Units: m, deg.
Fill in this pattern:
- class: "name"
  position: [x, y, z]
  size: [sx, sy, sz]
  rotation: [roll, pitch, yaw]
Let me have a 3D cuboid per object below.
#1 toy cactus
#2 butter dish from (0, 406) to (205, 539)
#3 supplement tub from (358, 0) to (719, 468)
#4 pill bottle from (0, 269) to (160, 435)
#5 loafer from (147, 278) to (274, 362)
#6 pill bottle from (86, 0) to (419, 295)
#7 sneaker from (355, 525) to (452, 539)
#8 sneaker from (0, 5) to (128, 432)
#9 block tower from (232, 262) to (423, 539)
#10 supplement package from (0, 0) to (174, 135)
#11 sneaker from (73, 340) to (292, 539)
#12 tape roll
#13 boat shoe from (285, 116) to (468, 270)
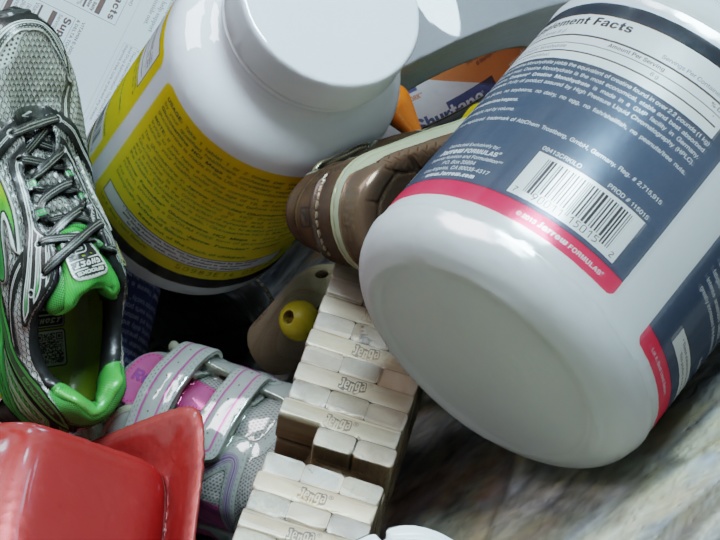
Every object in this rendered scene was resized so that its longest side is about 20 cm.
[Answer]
- class: "toy cactus"
  position: [0.000, 0.000, 1.357]
  size: [0.165, 0.102, 0.200]
  rotation: [-35, 27, 38]
- class: "butter dish"
  position: [-0.181, 0.143, 1.209]
  size: [0.200, 0.148, 0.200]
  rotation: [-24, 46, 33]
- class: "supplement tub"
  position: [0.107, -0.030, 1.150]
  size: [0.200, 0.140, 0.140]
  rotation: [-49, 23, -26]
- class: "pill bottle"
  position: [-0.165, 0.041, 1.405]
  size: [0.111, 0.111, 0.201]
  rotation: [-6, 69, 55]
- class: "loafer"
  position: [-0.095, 0.006, 1.513]
  size: [0.072, 0.073, 0.200]
  rotation: [-42, 21, -22]
- class: "pill bottle"
  position: [-0.050, -0.076, 1.277]
  size: [0.113, 0.112, 0.200]
  rotation: [-52, 3, -33]
- class: "sneaker"
  position: [-0.034, 0.167, 1.030]
  size: [0.200, 0.078, 0.090]
  rotation: [-36, 17, -8]
- class: "sneaker"
  position: [-0.140, -0.023, 1.276]
  size: [0.078, 0.201, 0.085]
  rotation: [-17, 13, -34]
- class: "block tower"
  position: [-0.015, 0.091, 1.162]
  size: [0.058, 0.054, 0.200]
  rotation: [101, -173, -50]
- class: "supplement package"
  position: [-0.127, -0.157, 1.519]
  size: [0.200, 0.111, 0.156]
  rotation: [-63, 0, -2]
- class: "sneaker"
  position: [-0.072, 0.078, 1.293]
  size: [0.200, 0.088, 0.081]
  rotation: [-14, 31, 47]
- class: "tape roll"
  position: [0.029, -0.118, 1.433]
  size: [0.200, 0.066, 0.200]
  rotation: [-25, -9, -4]
- class: "boat shoe"
  position: [0.052, -0.041, 1.248]
  size: [0.202, 0.075, 0.075]
  rotation: [-6, 4, -41]
